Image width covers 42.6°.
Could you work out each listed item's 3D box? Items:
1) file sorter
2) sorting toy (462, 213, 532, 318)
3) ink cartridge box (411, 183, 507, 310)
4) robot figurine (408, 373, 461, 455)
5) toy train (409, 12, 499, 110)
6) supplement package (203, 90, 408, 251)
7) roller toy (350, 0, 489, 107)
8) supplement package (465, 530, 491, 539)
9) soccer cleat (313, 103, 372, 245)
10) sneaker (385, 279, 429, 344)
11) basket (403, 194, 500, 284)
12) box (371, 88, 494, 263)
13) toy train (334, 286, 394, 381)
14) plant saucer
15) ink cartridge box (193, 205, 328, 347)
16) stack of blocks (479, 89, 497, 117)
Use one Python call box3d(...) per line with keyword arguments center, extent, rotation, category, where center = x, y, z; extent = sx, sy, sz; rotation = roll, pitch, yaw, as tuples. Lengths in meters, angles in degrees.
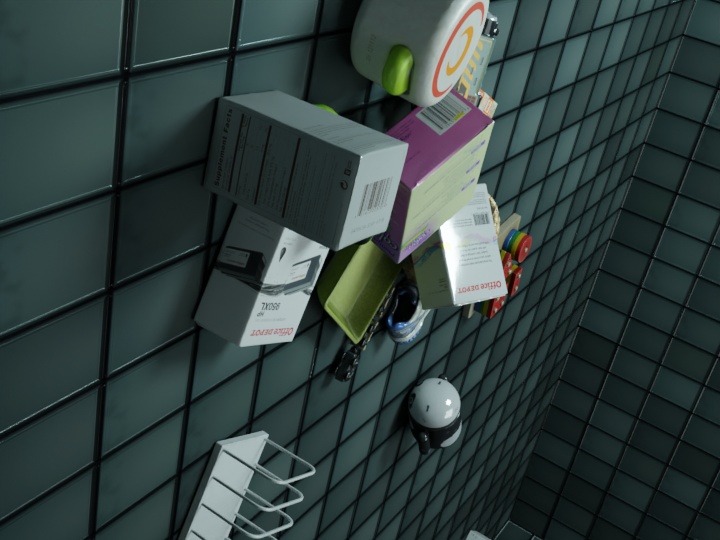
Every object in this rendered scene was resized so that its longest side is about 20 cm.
box3d(center=(-0.178, 0.377, 1.447), extent=(0.139, 0.124, 0.201), rotation=(5, 110, -64), category="file sorter")
box3d(center=(0.333, -0.002, 2.194), extent=(0.200, 0.069, 0.200), rotation=(-39, 146, -44), category="sorting toy")
box3d(center=(0.162, -0.041, 1.596), extent=(0.144, 0.084, 0.202), rotation=(-9, 87, -41), category="ink cartridge box")
box3d(center=(0.170, 0.332, 2.129), extent=(0.124, 0.151, 0.201), rotation=(-19, 145, -7), category="robot figurine")
box3d(center=(0.143, -0.314, 1.426), extent=(0.113, 0.085, 0.201), rotation=(8, 108, -25), category="toy train")
box3d(center=(-0.066, -0.122, 1.084), extent=(0.117, 0.199, 0.118), rotation=(-25, 135, -55), category="supplement package")
box3d(center=(0.076, -0.329, 1.248), extent=(0.183, 0.139, 0.200), rotation=(-63, 165, 14), category="roller toy")
box3d(center=(0.412, 1.068, 3.377), extent=(0.201, 0.109, 0.114), rotation=(-62, 156, -5), category="supplement package")
box3d(center=(-0.040, -0.124, 1.198), extent=(0.067, 0.201, 0.081), rotation=(-30, 163, 36), category="soccer cleat")
box3d(center=(0.113, 0.046, 1.785), extent=(0.201, 0.077, 0.085), rotation=(-60, 152, -11), category="sneaker")
box3d(center=(0.169, -0.065, 1.701), extent=(0.201, 0.142, 0.149), rotation=(-58, 156, -14), category="basket")
box3d(center=(0.090, -0.139, 1.362), extent=(0.176, 0.097, 0.200), rotation=(-41, 160, -22), category="box")
box3d(center=(0.009, 0.109, 1.662), extent=(0.201, 0.034, 0.046), rotation=(-64, 164, 2), category="toy train")
box3d(center=(0.000, 0.000, 1.533), extent=(0.200, 0.048, 0.200), rotation=(-59, 155, -12), category="plant saucer")
box3d(center=(-0.120, -0.006, 1.231), extent=(0.144, 0.084, 0.201), rotation=(3, 111, -65), category="ink cartridge box")
box3d(center=(0.162, -0.266, 1.588), extent=(0.116, 0.058, 0.200), rotation=(-66, 157, 6), category="stack of blocks")
